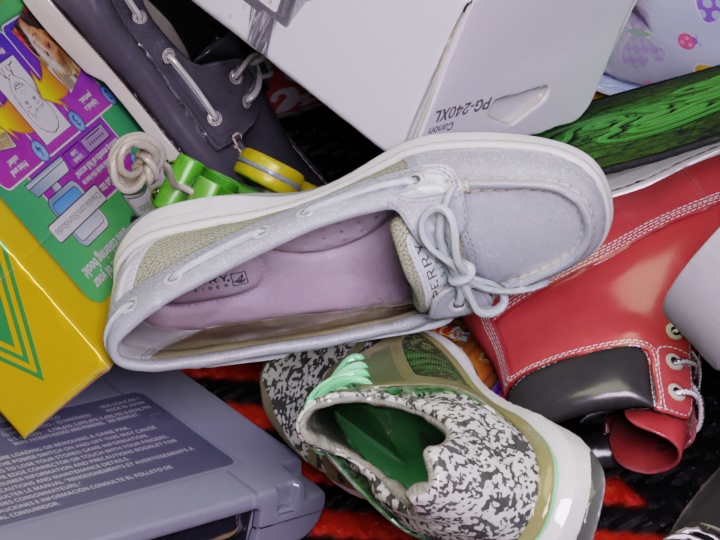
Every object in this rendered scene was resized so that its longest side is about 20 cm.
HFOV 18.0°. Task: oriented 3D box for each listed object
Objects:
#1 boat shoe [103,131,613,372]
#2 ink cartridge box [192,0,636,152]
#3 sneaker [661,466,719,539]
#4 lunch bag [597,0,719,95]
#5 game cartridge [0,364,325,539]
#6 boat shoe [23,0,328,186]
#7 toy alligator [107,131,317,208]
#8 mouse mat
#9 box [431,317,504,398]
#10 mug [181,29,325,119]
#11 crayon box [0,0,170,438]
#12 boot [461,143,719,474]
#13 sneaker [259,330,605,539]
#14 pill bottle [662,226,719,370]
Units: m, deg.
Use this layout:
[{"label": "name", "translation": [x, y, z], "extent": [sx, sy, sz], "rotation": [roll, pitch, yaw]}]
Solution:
[{"label": "boat shoe", "translation": [-0.001, -0.001, 0.882], "extent": [0.202, 0.075, 0.065], "rotation": [-8, 34, 9]}, {"label": "ink cartridge box", "translation": [0.004, -0.143, 0.974], "extent": [0.200, 0.083, 0.145], "rotation": [39, 34, 24]}, {"label": "sneaker", "translation": [0.137, 0.113, 0.828], "extent": [0.075, 0.106, 0.200], "rotation": [10, 45, 22]}, {"label": "lunch bag", "translation": [0.186, -0.165, 1.128], "extent": [0.200, 0.127, 0.170], "rotation": [15, 44, 36]}, {"label": "game cartridge", "translation": [-0.129, 0.086, 0.915], "extent": [0.200, 0.041, 0.133], "rotation": [-11, 36, -43]}, {"label": "boat shoe", "translation": [-0.070, -0.089, 1.042], "extent": [0.063, 0.200, 0.073], "rotation": [-39, 20, 19]}, {"label": "toy alligator", "translation": [-0.062, -0.027, 0.981], "extent": [0.054, 0.200, 0.059], "rotation": [25, 87, 35]}, {"label": "mouse mat", "translation": [0.099, -0.058, 0.974], "extent": [0.200, 0.008, 0.161], "rotation": [-14, 13, 19]}, {"label": "box", "translation": [0.079, 0.004, 1.017], "extent": [0.137, 0.039, 0.200], "rotation": [24, 51, 32]}, {"label": "mug", "translation": [-0.100, -0.117, 1.155], "extent": [0.200, 0.178, 0.134], "rotation": [-20, 86, -5]}, {"label": "crayon box", "translation": [-0.150, -0.043, 0.972], "extent": [0.058, 0.173, 0.200], "rotation": [-36, 8, 21]}, {"label": "boot", "translation": [0.145, 0.012, 0.923], "extent": [0.200, 0.072, 0.144], "rotation": [-18, 46, -2]}, {"label": "sneaker", "translation": [0.007, 0.056, 0.874], "extent": [0.200, 0.089, 0.077], "rotation": [23, 88, 54]}, {"label": "pill bottle", "translation": [0.210, 0.055, 0.825], "extent": [0.110, 0.110, 0.200], "rotation": [-35, 72, -26]}]
